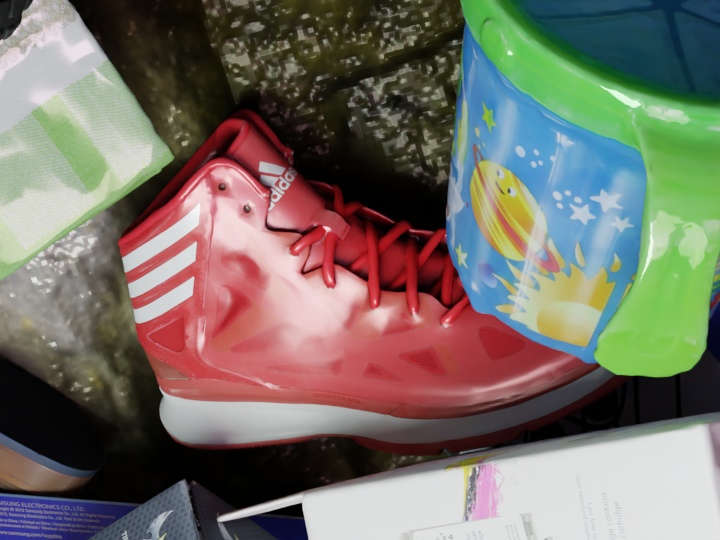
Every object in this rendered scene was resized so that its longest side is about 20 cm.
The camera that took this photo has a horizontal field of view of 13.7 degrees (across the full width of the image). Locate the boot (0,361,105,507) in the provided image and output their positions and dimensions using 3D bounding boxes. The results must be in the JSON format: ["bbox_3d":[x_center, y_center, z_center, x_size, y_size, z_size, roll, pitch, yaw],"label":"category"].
[{"bbox_3d":[-0.202,0.058,1.105,0.200,0.075,0.097,31,111,-22],"label":"boot"}]

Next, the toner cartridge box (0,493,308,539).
[{"bbox_3d":[-0.100,0.133,1.136,0.200,0.043,0.095,7,134,-27],"label":"toner cartridge box"}]

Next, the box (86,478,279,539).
[{"bbox_3d":[-0.063,0.174,1.122,0.158,0.051,0.200,-33,136,17],"label":"box"}]

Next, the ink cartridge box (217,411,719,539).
[{"bbox_3d":[0.063,0.092,1.029,0.200,0.116,0.068,-12,87,34],"label":"ink cartridge box"}]

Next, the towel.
[{"bbox_3d":[-0.175,-0.078,0.988,0.149,0.031,0.200,-34,99,0],"label":"towel"}]

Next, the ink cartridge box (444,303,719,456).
[{"bbox_3d":[0.117,0.020,1.090,0.044,0.094,0.200,3,130,-50],"label":"ink cartridge box"}]

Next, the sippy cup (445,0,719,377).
[{"bbox_3d":[0.087,-0.045,0.992,0.140,0.178,0.130,30,132,18],"label":"sippy cup"}]

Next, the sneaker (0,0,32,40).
[{"bbox_3d":[-0.155,-0.166,0.942,0.088,0.076,0.200,-3,105,21],"label":"sneaker"}]

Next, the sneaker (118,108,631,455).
[{"bbox_3d":[0.000,0.000,1.062,0.200,0.078,0.116,-10,119,22],"label":"sneaker"}]
